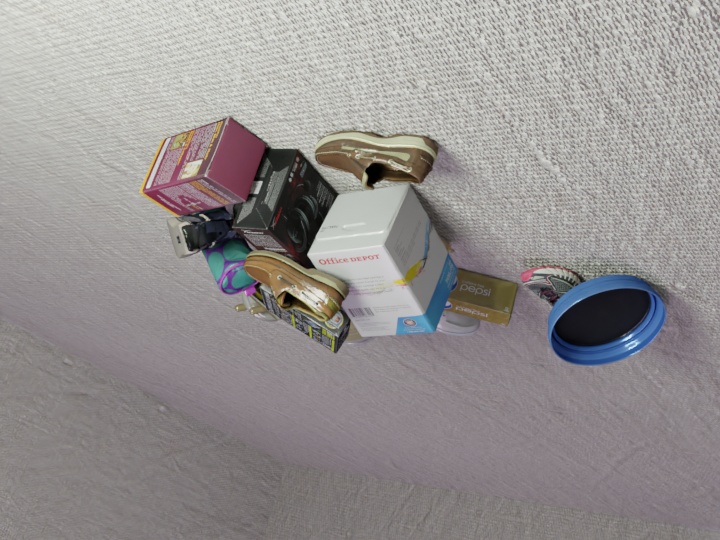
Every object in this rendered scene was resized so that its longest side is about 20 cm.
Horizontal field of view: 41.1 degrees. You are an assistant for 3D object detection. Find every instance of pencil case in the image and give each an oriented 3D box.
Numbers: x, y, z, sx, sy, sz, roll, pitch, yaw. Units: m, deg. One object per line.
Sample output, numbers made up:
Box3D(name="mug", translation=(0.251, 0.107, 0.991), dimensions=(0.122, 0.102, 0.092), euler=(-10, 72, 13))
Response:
Box3D(name="pencil case", translation=(-0.248, -0.049, 1.715), dimensions=(0.085, 0.200, 0.093), euler=(-27, 145, -7))

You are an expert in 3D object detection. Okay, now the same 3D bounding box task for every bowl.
Box3D(name="bowl", translation=(0.413, 0.084, 1.623), dimensions=(0.200, 0.039, 0.201), euler=(-5, 136, -5))

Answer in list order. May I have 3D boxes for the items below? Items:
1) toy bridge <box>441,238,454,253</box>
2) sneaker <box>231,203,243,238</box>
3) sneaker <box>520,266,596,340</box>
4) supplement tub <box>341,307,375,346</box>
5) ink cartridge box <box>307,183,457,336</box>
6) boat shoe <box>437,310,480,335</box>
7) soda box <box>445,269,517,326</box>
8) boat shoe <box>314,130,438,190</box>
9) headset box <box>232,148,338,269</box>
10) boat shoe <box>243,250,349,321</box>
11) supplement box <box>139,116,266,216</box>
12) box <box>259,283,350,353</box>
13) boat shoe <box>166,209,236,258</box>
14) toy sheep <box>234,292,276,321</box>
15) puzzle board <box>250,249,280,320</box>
Box3D(name="toy bridge", translation=(0.074, -0.074, 1.639), dimensions=(0.199, 0.027, 0.067), euler=(24, 157, -14))
Box3D(name="sneaker", translation=(-0.173, -0.104, 1.706), dimensions=(0.071, 0.098, 0.200), euler=(-4, 177, 14))
Box3D(name="sneaker", translation=(0.357, 0.053, 1.666), dimensions=(0.200, 0.075, 0.081), euler=(30, 156, -27))
Box3D(name="supplement tub", translation=(-0.027, 0.056, 1.877), dimensions=(0.144, 0.145, 0.200), euler=(11, 158, 17))
Box3D(name="ink cartridge box", translation=(0.040, -0.013, 1.564), dimensions=(0.146, 0.146, 0.200), euler=(-6, 133, 33))
Box3D(name="boat shoe", translation=(0.147, 0.071, 1.873), dimensions=(0.199, 0.074, 0.067), euler=(21, 161, -7))
Box3D(name="soda box", translation=(0.187, 0.040, 1.782), dimensions=(0.199, 0.064, 0.068), euler=(14, 158, 8))
Box3D(name="boat shoe", translation=(0.012, -0.158, 1.413), dimensions=(0.202, 0.075, 0.075), euler=(3, 154, 34))
Box3D(name="headset box", translation=(-0.108, -0.085, 1.586), dimensions=(0.077, 0.149, 0.200), euler=(5, 155, 33))
Box3D(name="boat shoe", translation=(-0.117, 0.024, 1.532), dimensions=(0.199, 0.068, 0.072), euler=(17, 156, 33))
Box3D(name="supplement box", translation=(-0.258, -0.164, 1.561), dimensions=(0.200, 0.111, 0.086), euler=(-6, 149, 47))
Box3D(name="box", translation=(-0.096, 0.074, 1.696), dimensions=(0.160, 0.044, 0.200), euler=(31, 168, 6))
Box3D(name="boat shoe", translation=(-0.271, -0.065, 1.637), dimensions=(0.092, 0.075, 0.200), euler=(-17, -169, -17))
Box3D(name="toy sheep", translation=(-0.186, 0.045, 1.993), dimensions=(0.138, 0.138, 0.200), euler=(29, 173, -27))
Box3D(name="puzzle board", translation=(-0.219, -0.009, 1.848), dimensions=(0.017, 0.200, 0.151), euler=(-36, 132, 9))
